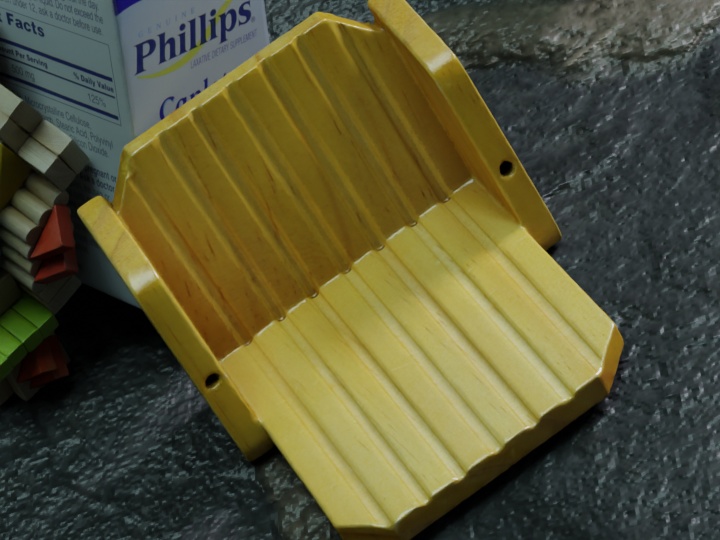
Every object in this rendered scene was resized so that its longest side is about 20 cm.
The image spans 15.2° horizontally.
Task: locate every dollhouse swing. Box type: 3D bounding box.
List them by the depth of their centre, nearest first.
[{"bbox_3d":[0.000,0.000,1.329,0.200,0.182,0.176,-35,28,-4],"label":"dollhouse swing"}]

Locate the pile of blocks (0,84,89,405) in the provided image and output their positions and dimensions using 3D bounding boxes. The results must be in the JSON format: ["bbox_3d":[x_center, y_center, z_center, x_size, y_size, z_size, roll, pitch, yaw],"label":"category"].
[{"bbox_3d":[-0.183,0.001,1.418,0.062,0.200,0.082,34,46,32],"label":"pile of blocks"}]

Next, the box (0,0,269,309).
[{"bbox_3d":[-0.139,-0.102,1.455,0.105,0.201,0.184,-29,35,-35],"label":"box"}]
